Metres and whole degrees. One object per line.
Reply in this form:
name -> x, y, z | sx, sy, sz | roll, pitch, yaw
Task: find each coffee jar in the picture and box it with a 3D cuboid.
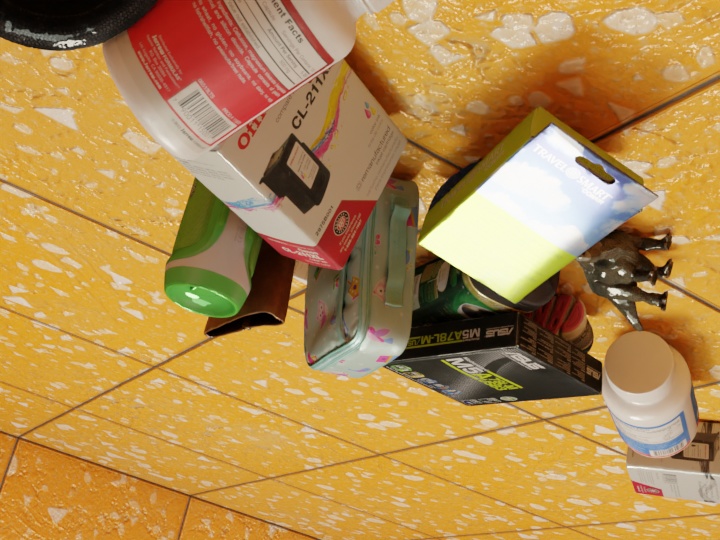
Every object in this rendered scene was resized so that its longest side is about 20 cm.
coffee jar -> 0.133, 0.016, 1.185 | 0.103, 0.086, 0.200 | 21, 156, -20

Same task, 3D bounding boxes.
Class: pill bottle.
pill bottle -> 0.364, 0.154, 1.332 | 0.111, 0.113, 0.200 | 2, 153, 23
pill bottle -> -0.076, -0.177, 0.759 | 0.199, 0.113, 0.112 | -32, 141, 10

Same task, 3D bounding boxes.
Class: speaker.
speaker -> -0.126, -0.061, 1.013 | 0.087, 0.202, 0.089 | 11, 156, 5

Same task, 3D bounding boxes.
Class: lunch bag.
lunch bag -> 0.000, 0.000, 1.091 | 0.076, 0.202, 0.160 | 10, 159, -20

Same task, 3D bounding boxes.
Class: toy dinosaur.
toy dinosaur -> 0.273, -0.003, 1.115 | 0.101, 0.078, 0.200 | 14, 164, 29

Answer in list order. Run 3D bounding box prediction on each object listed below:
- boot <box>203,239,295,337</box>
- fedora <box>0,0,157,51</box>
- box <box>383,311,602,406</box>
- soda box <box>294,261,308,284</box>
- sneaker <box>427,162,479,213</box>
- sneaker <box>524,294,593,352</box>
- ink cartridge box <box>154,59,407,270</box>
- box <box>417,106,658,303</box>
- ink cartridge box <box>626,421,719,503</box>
boot -> -0.121, -0.020, 1.099 | 0.187, 0.202, 0.068 | -7, 150, 37
fedora -> -0.218, -0.255, 0.734 | 0.198, 0.203, 0.092 | 18, -171, -11
box -> 0.153, 0.109, 1.232 | 0.192, 0.048, 0.199 | -8, 155, 38
soda box -> 0.010, 0.024, 1.272 | 0.199, 0.064, 0.068 | 31, 173, -35
sneaker -> 0.151, -0.069, 1.013 | 0.078, 0.071, 0.199 | 35, 147, -26
sneaker -> 0.203, 0.085, 1.313 | 0.198, 0.074, 0.087 | -12, 140, 36
ink cartridge box -> -0.062, -0.114, 0.915 | 0.082, 0.147, 0.200 | 17, 163, 38
box -> 0.153, -0.057, 0.933 | 0.121, 0.048, 0.200 | 30, 139, -15
ink cartridge box -> 0.508, 0.287, 1.578 | 0.198, 0.084, 0.145 | 2, 153, 22
